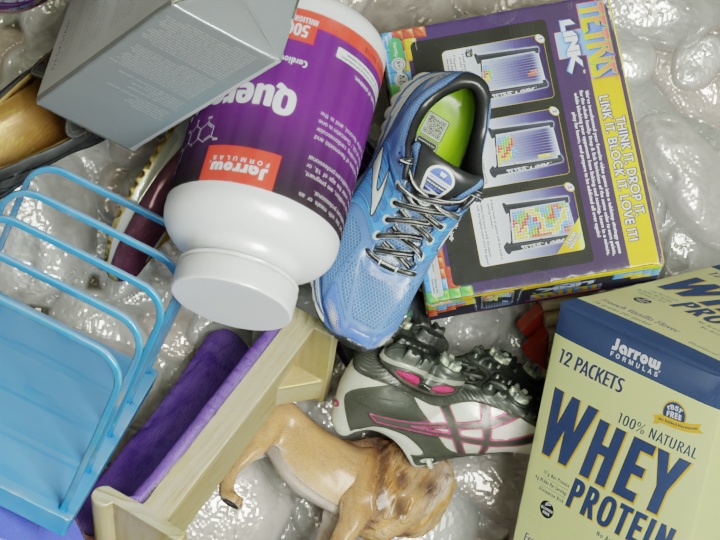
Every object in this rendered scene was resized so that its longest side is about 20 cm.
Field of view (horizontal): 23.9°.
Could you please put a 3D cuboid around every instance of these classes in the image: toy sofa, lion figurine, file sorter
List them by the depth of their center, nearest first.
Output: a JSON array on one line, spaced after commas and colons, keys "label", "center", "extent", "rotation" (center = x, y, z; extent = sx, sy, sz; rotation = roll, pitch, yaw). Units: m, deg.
[{"label": "file sorter", "center": [-0.194, 0.037, 1.043], "extent": [0.138, 0.200, 0.123], "rotation": [26, 114, -2]}, {"label": "toy sofa", "center": [-0.105, 0.103, 1.105], "extent": [0.097, 0.083, 0.200], "rotation": [28, 55, 14]}, {"label": "lion figurine", "center": [-0.034, 0.135, 1.180], "extent": [0.200, 0.072, 0.123], "rotation": [35, 66, -6]}]

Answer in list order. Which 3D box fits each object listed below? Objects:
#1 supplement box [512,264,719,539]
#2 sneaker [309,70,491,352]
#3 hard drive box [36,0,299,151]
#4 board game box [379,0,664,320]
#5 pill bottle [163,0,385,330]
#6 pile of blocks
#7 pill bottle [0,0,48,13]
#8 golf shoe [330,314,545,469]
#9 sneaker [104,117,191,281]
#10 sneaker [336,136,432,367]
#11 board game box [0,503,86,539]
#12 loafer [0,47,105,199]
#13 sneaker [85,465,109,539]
[{"label": "supplement box", "center": [0.226, 0.122, 1.146], "extent": [0.199, 0.134, 0.201], "rotation": [-10, 117, -45]}, {"label": "sneaker", "center": [0.029, -0.044, 1.092], "extent": [0.078, 0.089, 0.201], "rotation": [24, 78, -13]}, {"label": "hard drive box", "center": [-0.109, -0.181, 1.048], "extent": [0.077, 0.200, 0.157], "rotation": [26, 67, -26]}, {"label": "board game box", "center": [0.109, -0.079, 1.179], "extent": [0.164, 0.057, 0.201], "rotation": [-9, 75, 0]}, {"label": "pill bottle", "center": [-0.056, -0.069, 1.068], "extent": [0.112, 0.112, 0.201], "rotation": [20, 67, -14]}, {"label": "pile of blocks", "center": [0.145, 0.024, 1.221], "extent": [0.062, 0.082, 0.201], "rotation": [-11, 93, -15]}, {"label": "pill bottle", "center": [-0.220, -0.229, 1.065], "extent": [0.111, 0.200, 0.112], "rotation": [0, 90, -14]}, {"label": "golf shoe", "center": [0.071, 0.097, 1.178], "extent": [0.199, 0.077, 0.088], "rotation": [24, 113, -26]}, {"label": "sneaker", "center": [-0.097, -0.066, 1.162], "extent": [0.090, 0.075, 0.201], "rotation": [33, 83, -7]}, {"label": "sneaker", "center": [0.000, 0.000, 1.175], "extent": [0.074, 0.088, 0.201], "rotation": [-17, 92, 3]}, {"label": "board game box", "center": [-0.248, 0.240, 1.037], "extent": [0.200, 0.097, 0.160], "rotation": [-31, 81, 30]}, {"label": "loafer", "center": [-0.198, -0.112, 1.136], "extent": [0.200, 0.072, 0.073], "rotation": [-42, 98, -12]}, {"label": "sneaker", "center": [-0.230, 0.212, 1.127], "extent": [0.104, 0.075, 0.201], "rotation": [23, 80, -14]}]
